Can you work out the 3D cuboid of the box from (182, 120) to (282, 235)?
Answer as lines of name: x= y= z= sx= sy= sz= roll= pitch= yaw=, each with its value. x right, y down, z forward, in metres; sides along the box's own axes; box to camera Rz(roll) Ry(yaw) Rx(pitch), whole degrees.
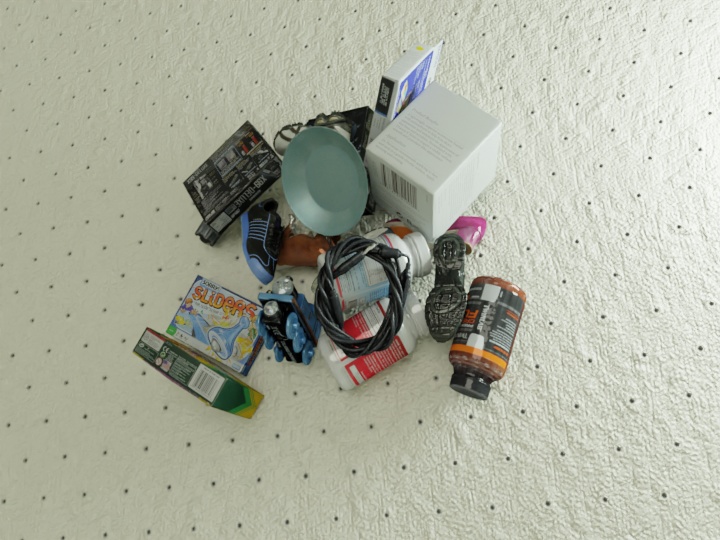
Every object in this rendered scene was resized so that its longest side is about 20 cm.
box: x=-0.265 y=-0.196 z=1.307 sx=0.200 sy=0.050 sz=0.158 roll=-43 pitch=51 yaw=3

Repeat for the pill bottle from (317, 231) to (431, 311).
pill bottle: x=0.026 y=-0.003 z=1.153 sx=0.195 sy=0.109 sz=0.111 roll=-17 pitch=64 yaw=-11

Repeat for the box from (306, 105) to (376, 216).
box: x=-0.043 y=-0.215 z=1.290 sx=0.161 sy=0.086 sz=0.205 roll=-3 pitch=69 yaw=34

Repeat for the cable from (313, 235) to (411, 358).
cable: x=-0.001 y=0.047 z=1.067 sx=0.160 sy=0.051 sz=0.205 roll=17 pitch=88 yaw=-11

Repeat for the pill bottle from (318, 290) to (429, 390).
pill bottle: x=0.030 y=0.123 z=1.150 sx=0.197 sy=0.113 sz=0.114 roll=-30 pitch=64 yaw=0

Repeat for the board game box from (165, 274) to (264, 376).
board game box: x=-0.283 y=0.109 z=1.277 sx=0.196 sy=0.035 sz=0.138 roll=22 pitch=75 yaw=21

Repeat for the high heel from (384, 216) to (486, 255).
high heel: x=0.148 y=-0.088 z=1.244 sx=0.196 sy=0.068 sz=0.096 roll=9 pitch=42 yaw=30

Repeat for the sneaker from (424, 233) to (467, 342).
sneaker: x=0.162 y=0.039 z=1.136 sx=0.074 sy=0.091 sz=0.204 roll=5 pitch=64 yaw=17

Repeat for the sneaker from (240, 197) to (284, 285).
sneaker: x=-0.185 y=-0.064 z=1.231 sx=0.077 sy=0.070 sz=0.203 roll=-32 pitch=47 yaw=14

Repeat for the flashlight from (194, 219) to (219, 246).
flashlight: x=-0.283 y=-0.149 z=1.362 sx=0.067 sy=0.068 sz=0.202 roll=22 pitch=73 yaw=32

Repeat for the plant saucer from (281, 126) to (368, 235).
plant saucer: x=-0.061 y=-0.169 z=1.179 sx=0.197 sy=0.039 sz=0.206 roll=13 pitch=115 yaw=29

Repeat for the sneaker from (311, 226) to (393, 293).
sneaker: x=0.000 y=0.000 z=1.240 sx=0.200 sy=0.078 sz=0.087 roll=-43 pitch=79 yaw=0

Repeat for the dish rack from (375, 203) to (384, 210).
dish rack: x=0.110 y=-0.199 z=1.298 sx=0.195 sy=0.044 sz=0.176 roll=-2 pitch=67 yaw=13

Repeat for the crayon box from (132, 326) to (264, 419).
crayon box: x=-0.298 y=0.194 z=1.170 sx=0.197 sy=0.173 sz=0.059 roll=27 pitch=79 yaw=22

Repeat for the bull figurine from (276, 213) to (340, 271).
bull figurine: x=-0.129 y=-0.052 z=1.281 sx=0.195 sy=0.065 sz=0.124 roll=3 pitch=67 yaw=23

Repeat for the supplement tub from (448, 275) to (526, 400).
supplement tub: x=0.219 y=0.120 z=1.108 sx=0.105 sy=0.107 sz=0.204 roll=15 pitch=72 yaw=19

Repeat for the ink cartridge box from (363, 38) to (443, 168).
ink cartridge box: x=0.082 y=-0.322 z=1.203 sx=0.046 sy=0.200 sz=0.201 roll=25 pitch=48 yaw=12

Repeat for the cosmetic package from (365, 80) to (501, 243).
cosmetic package: x=0.136 y=-0.200 z=1.166 sx=0.164 sy=0.166 sz=0.200 roll=38 pitch=72 yaw=23

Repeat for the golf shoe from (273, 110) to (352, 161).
golf shoe: x=-0.102 y=-0.243 z=1.240 sx=0.197 sy=0.077 sz=0.097 roll=-10 pitch=75 yaw=41

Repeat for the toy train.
toy train: x=-0.131 y=0.094 z=1.160 sx=0.084 sy=0.201 sz=0.116 roll=3 pitch=58 yaw=15
